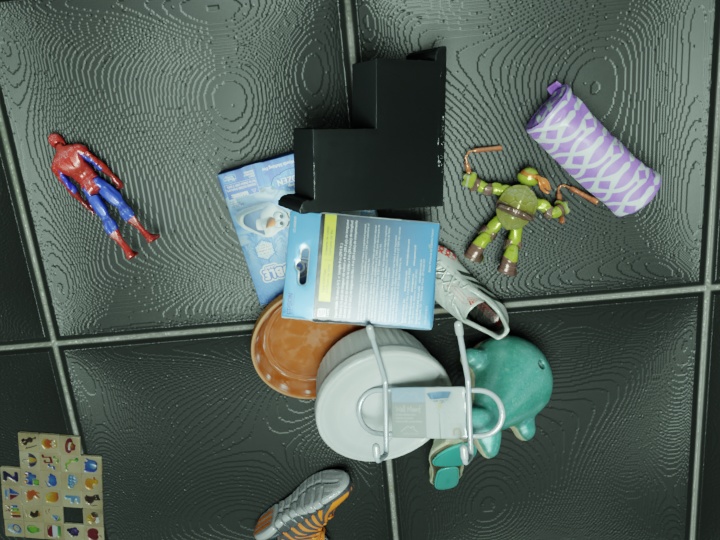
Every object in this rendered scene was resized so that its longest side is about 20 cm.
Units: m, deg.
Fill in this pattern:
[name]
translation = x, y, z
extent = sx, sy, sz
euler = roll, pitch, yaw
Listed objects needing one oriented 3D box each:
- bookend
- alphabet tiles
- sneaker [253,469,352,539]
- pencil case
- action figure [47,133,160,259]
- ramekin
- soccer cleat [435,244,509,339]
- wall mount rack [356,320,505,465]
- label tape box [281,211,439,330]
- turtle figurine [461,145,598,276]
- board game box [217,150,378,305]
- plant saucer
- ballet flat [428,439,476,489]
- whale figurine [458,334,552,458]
[bookend]
translation = 0.001, -0.179, 0.848
extent = 0.199, 0.092, 0.200
euler = -6, 103, -23
[alphabet tiles]
translation = -0.507, 0.357, 1.102
extent = 0.166, 0.008, 0.201
euler = 5, 106, -1
[sneaker]
translation = -0.068, 0.404, 1.085
extent = 0.200, 0.078, 0.112
euler = -37, 107, 22
[pencil case]
translation = 0.317, -0.161, 0.904
extent = 0.200, 0.084, 0.086
euler = 39, 68, -13
[action figure]
translation = -0.368, -0.110, 0.939
extent = 0.065, 0.052, 0.200
euler = -37, 98, 5
[ramekin]
translation = 0.026, 0.172, 0.974
extent = 0.201, 0.094, 0.203
euler = -6, 121, -11
[soccer cleat]
translation = 0.136, 0.027, 0.957
extent = 0.200, 0.085, 0.069
euler = 39, 103, -11
[wall mount rack]
translation = 0.078, 0.154, 0.850
extent = 0.199, 0.075, 0.175
euler = -4, 83, 19
[label tape box]
translation = 0.000, 0.000, 0.900
extent = 0.199, 0.066, 0.144
euler = 5, 90, -3
[turtle figurine]
translation = 0.222, -0.075, 0.936
extent = 0.199, 0.064, 0.162
euler = 19, 106, -5
[board game box]
translation = -0.076, -0.070, 0.951
extent = 0.199, 0.043, 0.200
euler = -15, 107, 4
[plant saucer]
translation = -0.062, 0.102, 0.984
extent = 0.199, 0.032, 0.201
euler = -7, 120, -11
[ballet flat]
translation = 0.128, 0.267, 0.995
extent = 0.067, 0.063, 0.200
euler = -2, 145, -7
[whale figurine]
translation = 0.204, 0.169, 0.937
extent = 0.104, 0.200, 0.159
euler = -34, 94, 37
